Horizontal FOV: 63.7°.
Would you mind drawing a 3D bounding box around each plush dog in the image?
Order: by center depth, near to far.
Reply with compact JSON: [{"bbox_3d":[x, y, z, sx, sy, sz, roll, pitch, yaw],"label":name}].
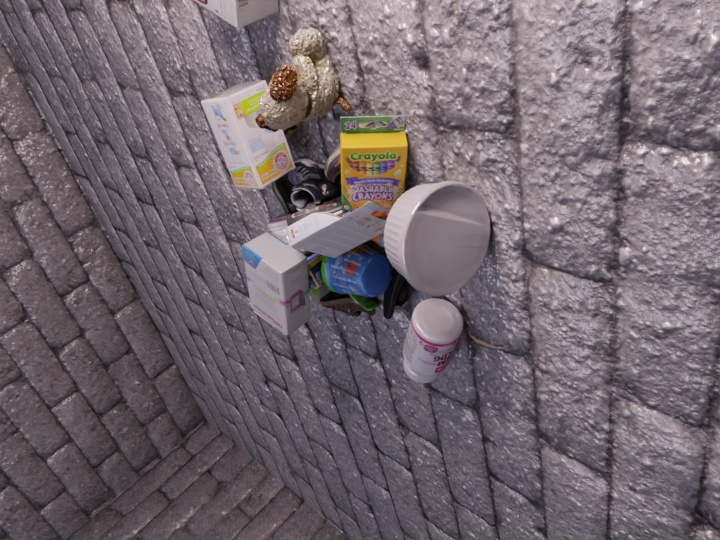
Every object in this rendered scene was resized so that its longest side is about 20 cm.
[{"bbox_3d":[-0.122,-0.333,1.118,0.161,0.171,0.200,48,148,5],"label":"plush dog"}]

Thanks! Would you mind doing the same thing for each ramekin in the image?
[{"bbox_3d":[0.131,-0.064,1.046,0.094,0.201,0.204,27,143,55],"label":"ramekin"}]

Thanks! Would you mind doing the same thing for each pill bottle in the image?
[{"bbox_3d":[0.157,0.165,1.312,0.113,0.113,0.201,38,147,22],"label":"pill bottle"}]

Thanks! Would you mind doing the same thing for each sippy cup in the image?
[{"bbox_3d":[0.000,0.000,1.319,0.177,0.141,0.130,34,171,-40],"label":"sippy cup"}]

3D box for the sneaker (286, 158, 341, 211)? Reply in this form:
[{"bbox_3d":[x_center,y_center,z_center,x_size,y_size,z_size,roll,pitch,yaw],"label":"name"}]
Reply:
[{"bbox_3d":[-0.129,-0.195,1.324,0.199,0.114,0.076,20,137,41],"label":"sneaker"}]

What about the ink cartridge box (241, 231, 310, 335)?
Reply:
[{"bbox_3d":[-0.197,0.033,1.376,0.144,0.084,0.202,32,138,31],"label":"ink cartridge box"}]

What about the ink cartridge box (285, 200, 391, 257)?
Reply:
[{"bbox_3d":[-0.027,-0.095,1.164,0.199,0.162,0.051,-29,69,25],"label":"ink cartridge box"}]

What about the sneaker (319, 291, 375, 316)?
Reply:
[{"bbox_3d":[-0.037,0.093,1.537,0.199,0.070,0.076,-5,119,55],"label":"sneaker"}]

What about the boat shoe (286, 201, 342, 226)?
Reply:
[{"bbox_3d":[-0.061,-0.122,1.247,0.074,0.199,0.064,86,160,-65],"label":"boat shoe"}]

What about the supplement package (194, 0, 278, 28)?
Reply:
[{"bbox_3d":[-0.264,-0.576,1.120,0.199,0.109,0.114,37,146,23],"label":"supplement package"}]

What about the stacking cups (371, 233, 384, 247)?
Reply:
[{"bbox_3d":[0.069,-0.061,1.251,0.199,0.060,0.061,28,142,37],"label":"stacking cups"}]

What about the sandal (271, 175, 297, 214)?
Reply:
[{"bbox_3d":[-0.147,-0.157,1.428,0.057,0.080,0.202,-32,94,45],"label":"sandal"}]

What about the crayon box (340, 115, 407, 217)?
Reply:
[{"bbox_3d":[0.024,-0.195,1.114,0.052,0.124,0.202,-94,3,-45],"label":"crayon box"}]

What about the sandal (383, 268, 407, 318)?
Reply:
[{"bbox_3d":[0.090,0.043,1.327,0.047,0.076,0.202,6,137,-11],"label":"sandal"}]

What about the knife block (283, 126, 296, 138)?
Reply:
[{"bbox_3d":[-0.191,-0.318,1.328,0.175,0.064,0.202,32,143,31],"label":"knife block"}]

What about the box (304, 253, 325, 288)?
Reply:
[{"bbox_3d":[-0.150,0.002,1.431,0.199,0.070,0.065,-2,119,51],"label":"box"}]

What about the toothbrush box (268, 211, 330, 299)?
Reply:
[{"bbox_3d":[-0.147,-0.045,1.524,0.199,0.086,0.147,35,143,24],"label":"toothbrush box"}]

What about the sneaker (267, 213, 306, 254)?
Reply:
[{"bbox_3d":[-0.118,-0.092,1.381,0.197,0.075,0.101,-7,107,10],"label":"sneaker"}]

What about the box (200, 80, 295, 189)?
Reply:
[{"bbox_3d":[-0.238,-0.289,1.249,0.101,0.112,0.202,11,128,43],"label":"box"}]

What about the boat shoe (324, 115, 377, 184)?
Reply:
[{"bbox_3d":[-0.015,-0.227,1.180,0.073,0.074,0.200,49,150,4],"label":"boat shoe"}]
